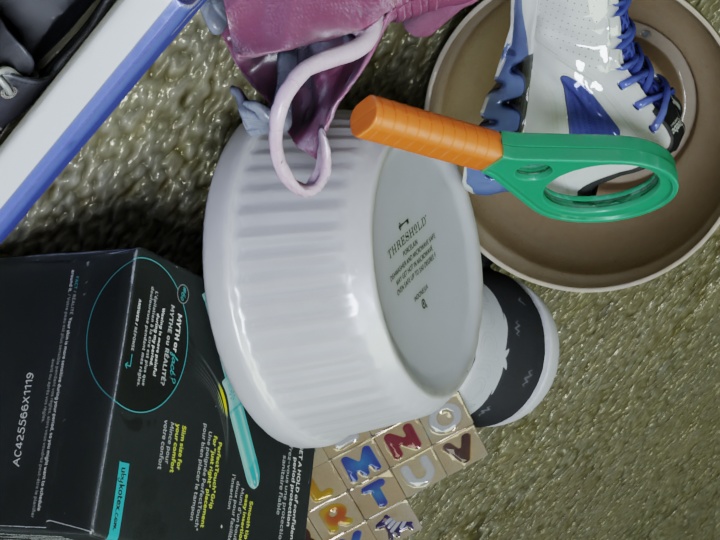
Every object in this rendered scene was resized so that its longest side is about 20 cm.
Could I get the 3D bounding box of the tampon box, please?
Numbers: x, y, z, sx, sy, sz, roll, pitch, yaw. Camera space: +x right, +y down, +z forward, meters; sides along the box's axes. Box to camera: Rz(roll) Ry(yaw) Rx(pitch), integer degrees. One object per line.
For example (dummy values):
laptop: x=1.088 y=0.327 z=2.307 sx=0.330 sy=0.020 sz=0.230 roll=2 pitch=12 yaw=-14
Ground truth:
tampon box: x=-0.127 y=0.088 z=0.781 sx=0.200 sy=0.126 sz=0.151 roll=31 pitch=61 yaw=-57

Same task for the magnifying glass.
magnifying glass: x=0.084 y=-0.059 z=0.719 sx=0.199 sy=0.023 sz=0.079 roll=10 pitch=156 yaw=-32

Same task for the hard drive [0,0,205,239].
hard drive: x=-0.135 y=-0.071 z=0.634 sx=0.200 sy=0.025 sz=0.132 roll=-45 pitch=-168 yaw=21

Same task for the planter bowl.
planter bowl: x=0.154 y=-0.100 z=0.892 sx=0.201 sy=0.200 sz=0.135 roll=-58 pitch=172 yaw=23

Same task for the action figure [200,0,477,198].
action figure: x=0.014 y=-0.156 z=0.699 sx=0.199 sy=0.149 sz=0.134 roll=-24 pitch=140 yaw=-4

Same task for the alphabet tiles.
alphabet tiles: x=-0.015 y=0.140 z=0.940 sx=0.199 sy=0.008 sz=0.168 roll=-28 pitch=125 yaw=0

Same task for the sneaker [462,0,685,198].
sneaker: x=0.138 y=-0.120 z=0.780 sx=0.081 sy=0.114 sz=0.200 roll=-55 pitch=162 yaw=-59

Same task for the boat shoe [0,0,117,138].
boat shoe: x=-0.164 y=-0.103 z=0.604 sx=0.200 sy=0.063 sz=0.073 roll=-45 pitch=106 yaw=-3

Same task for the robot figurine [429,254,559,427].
robot figurine: x=0.063 y=0.055 z=1.015 sx=0.150 sy=0.125 sz=0.199 roll=-46 pitch=149 yaw=24

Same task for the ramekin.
ramekin: x=0.000 y=0.000 z=0.796 sx=0.094 sy=0.204 sz=0.202 roll=-5 pitch=161 yaw=27
